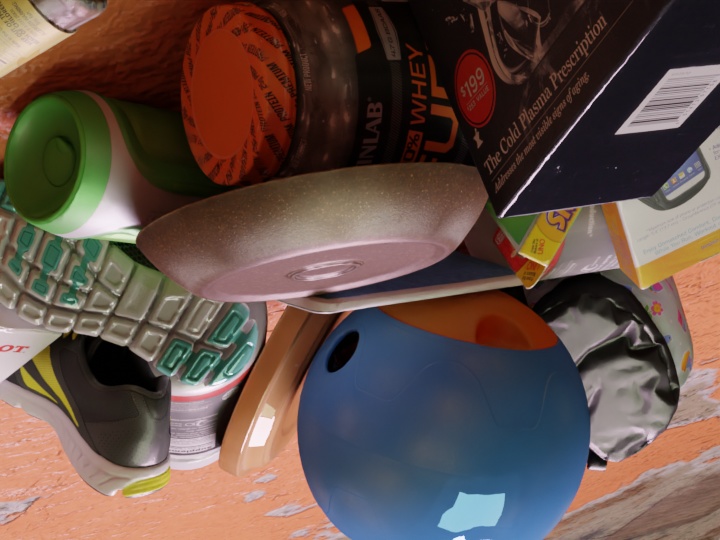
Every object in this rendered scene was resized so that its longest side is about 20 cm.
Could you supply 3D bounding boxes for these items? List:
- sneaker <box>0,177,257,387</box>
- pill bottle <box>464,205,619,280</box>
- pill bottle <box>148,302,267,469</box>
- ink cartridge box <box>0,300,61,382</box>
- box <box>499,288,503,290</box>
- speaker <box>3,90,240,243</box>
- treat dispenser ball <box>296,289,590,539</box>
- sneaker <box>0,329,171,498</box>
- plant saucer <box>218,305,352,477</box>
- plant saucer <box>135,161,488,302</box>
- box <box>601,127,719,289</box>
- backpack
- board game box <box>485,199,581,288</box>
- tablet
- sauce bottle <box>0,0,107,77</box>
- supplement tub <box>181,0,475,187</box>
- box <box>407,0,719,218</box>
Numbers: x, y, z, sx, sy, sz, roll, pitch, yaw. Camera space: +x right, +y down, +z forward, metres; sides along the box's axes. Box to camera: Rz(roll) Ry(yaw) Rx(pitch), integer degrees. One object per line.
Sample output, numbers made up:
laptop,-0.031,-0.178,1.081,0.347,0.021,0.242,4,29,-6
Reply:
sneaker,-0.160,0.004,1.036,0.199,0.091,0.078,32,95,-18
pill bottle,0.178,-0.058,1.185,0.199,0.114,0.114,-9,155,-28
pill bottle,-0.128,0.068,1.211,0.115,0.116,0.200,-15,158,-13
ink cartridge box,-0.307,0.045,1.045,0.200,0.084,0.144,-35,154,33
box,0.056,0.060,1.340,0.137,0.040,0.200,-30,-177,20
speaker,-0.109,-0.053,0.987,0.088,0.089,0.199,-35,154,33
treat dispenser ball,0.057,0.106,1.139,0.200,0.202,0.201,-17,158,-7
sneaker,-0.181,0.060,1.086,0.074,0.200,0.085,-12,129,-47
plant saucer,-0.041,0.063,1.219,0.201,0.032,0.200,-61,173,-13
plant saucer,-0.022,-0.015,0.915,0.199,0.037,0.200,-9,170,-2
box,0.202,-0.100,1.081,0.119,0.041,0.201,-24,116,-7
backpack,0.184,0.033,1.301,0.126,0.200,0.167,-22,115,13
board game box,0.130,-0.092,0.986,0.030,0.096,0.201,22,105,-17
tablet,0.000,0.000,1.087,0.130,0.014,0.199,19,-163,41
sauce bottle,-0.217,-0.105,0.807,0.199,0.065,0.065,-26,157,17
supplement tub,0.008,-0.099,0.934,0.199,0.123,0.123,-6,154,-33
box,0.115,-0.156,0.816,0.104,0.183,0.200,-8,154,-27
